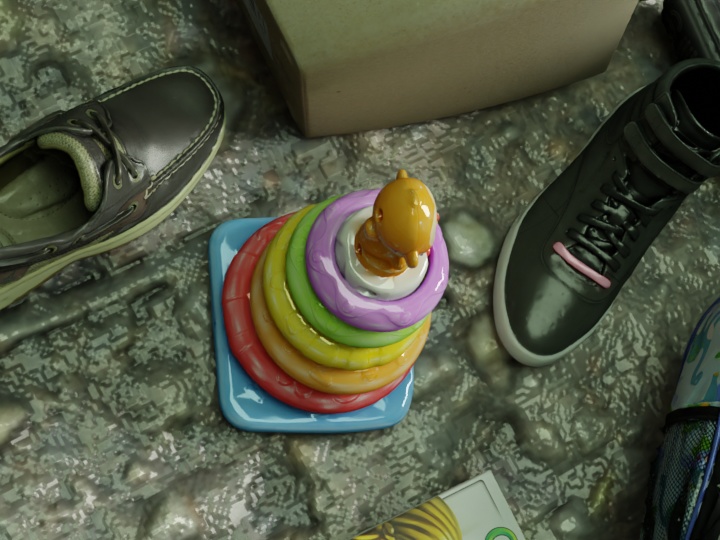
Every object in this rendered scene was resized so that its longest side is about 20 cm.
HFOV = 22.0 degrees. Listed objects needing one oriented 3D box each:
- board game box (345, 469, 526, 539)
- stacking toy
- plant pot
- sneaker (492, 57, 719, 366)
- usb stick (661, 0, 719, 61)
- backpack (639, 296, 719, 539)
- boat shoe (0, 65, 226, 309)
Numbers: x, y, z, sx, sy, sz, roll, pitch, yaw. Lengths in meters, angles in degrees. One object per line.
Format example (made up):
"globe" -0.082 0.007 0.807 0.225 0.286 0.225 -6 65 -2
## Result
"board game box" 0.053 0.216 0.919 0.126 0.035 0.201 -23 80 -23
"stacking toy" 0.000 0.000 0.885 0.109 0.200 0.117 0 71 -17
"plant pot" 0.017 -0.180 0.961 0.176 0.200 0.201 -25 81 -5
"sneaker" 0.142 -0.040 0.999 0.071 0.099 0.200 38 67 -4
"usb stick" 0.224 -0.073 1.060 0.032 0.055 0.201 -22 79 -5
"backpack" 0.237 0.101 0.952 0.182 0.147 0.201 19 77 -9
"boat shoe" -0.142 -0.044 0.929 0.200 0.065 0.073 -41 86 -25
